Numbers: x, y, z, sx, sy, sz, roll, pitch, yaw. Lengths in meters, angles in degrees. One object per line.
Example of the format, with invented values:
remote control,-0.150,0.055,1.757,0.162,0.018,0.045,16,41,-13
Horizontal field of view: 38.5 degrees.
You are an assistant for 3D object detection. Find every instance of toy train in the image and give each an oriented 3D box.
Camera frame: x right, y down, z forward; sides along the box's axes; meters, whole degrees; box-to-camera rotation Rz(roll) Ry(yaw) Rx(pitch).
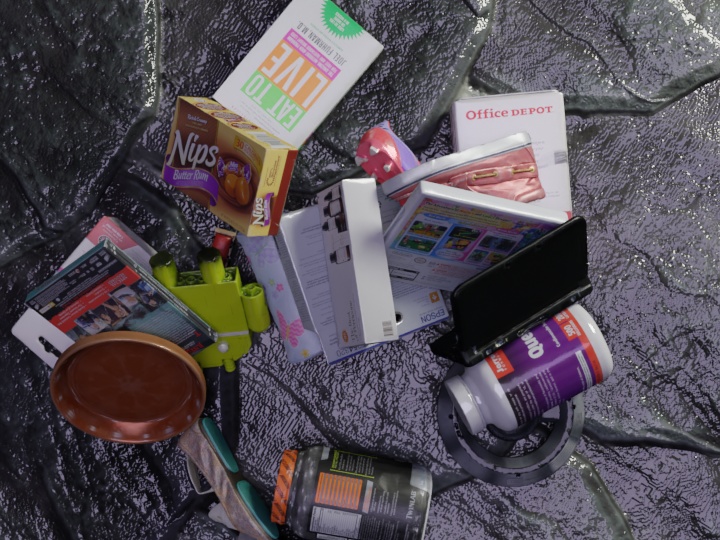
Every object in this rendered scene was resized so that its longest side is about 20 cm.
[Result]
toy train,-0.189,-0.031,1.390,0.034,0.046,0.201,17,92,1

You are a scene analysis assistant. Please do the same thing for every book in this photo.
book,-0.083,-0.264,1.383,0.133,0.048,0.200,39,90,-2

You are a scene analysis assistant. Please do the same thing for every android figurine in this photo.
android figurine,-0.210,0.059,1.351,0.181,0.041,0.201,-4,128,1

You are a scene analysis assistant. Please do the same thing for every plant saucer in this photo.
plant saucer,-0.302,0.151,1.349,0.199,0.032,0.201,-1,131,-1

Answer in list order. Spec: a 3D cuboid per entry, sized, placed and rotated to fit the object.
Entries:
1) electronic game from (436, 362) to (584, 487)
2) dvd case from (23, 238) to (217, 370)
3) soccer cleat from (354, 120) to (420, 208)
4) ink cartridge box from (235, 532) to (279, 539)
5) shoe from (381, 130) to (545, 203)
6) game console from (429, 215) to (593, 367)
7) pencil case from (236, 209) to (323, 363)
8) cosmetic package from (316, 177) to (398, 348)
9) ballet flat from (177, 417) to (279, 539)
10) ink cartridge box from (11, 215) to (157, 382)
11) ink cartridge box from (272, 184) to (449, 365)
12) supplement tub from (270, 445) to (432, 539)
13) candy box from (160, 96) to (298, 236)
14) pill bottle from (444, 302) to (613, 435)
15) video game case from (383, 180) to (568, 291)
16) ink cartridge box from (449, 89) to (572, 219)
electronic game,0.202,0.190,1.391,0.199,0.042,0.201,0,84,-1
dvd case,-0.301,0.061,1.310,0.146,0.022,0.200,-32,122,22
soccer cleat,0.072,-0.105,1.346,0.067,0.077,0.200,-26,111,45
ink cartridge box,-0.085,0.446,1.367,0.199,0.088,0.146,13,114,2
shoe,0.131,-0.100,1.276,0.199,0.071,0.091,-19,91,-10
game console,0.180,0.021,1.290,0.200,0.176,0.117,-29,103,-15
pencil case,-0.094,0.023,1.370,0.091,0.083,0.201,-22,92,46
cosmetic package,-0.006,-0.007,1.279,0.050,0.082,0.201,-6,84,-24
ballet flat,-0.182,0.293,1.384,0.067,0.068,0.200,-37,70,8
ink cartridge box,-0.357,0.039,1.386,0.116,0.067,0.200,41,91,-1
ink cartridge box,0.000,0.000,1.348,0.196,0.043,0.201,-19,92,-28
supplement tub,-0.012,0.301,1.360,0.199,0.123,0.123,11,92,1
candy box,-0.170,-0.136,1.313,0.200,0.056,0.117,33,116,38
pill bottle,0.213,0.129,1.319,0.199,0.112,0.113,-28,91,-4
video game case,0.128,-0.033,1.288,0.199,0.182,0.024,11,54,-19
ink cartridge box,0.198,-0.127,1.359,0.146,0.083,0.201,-5,93,2
